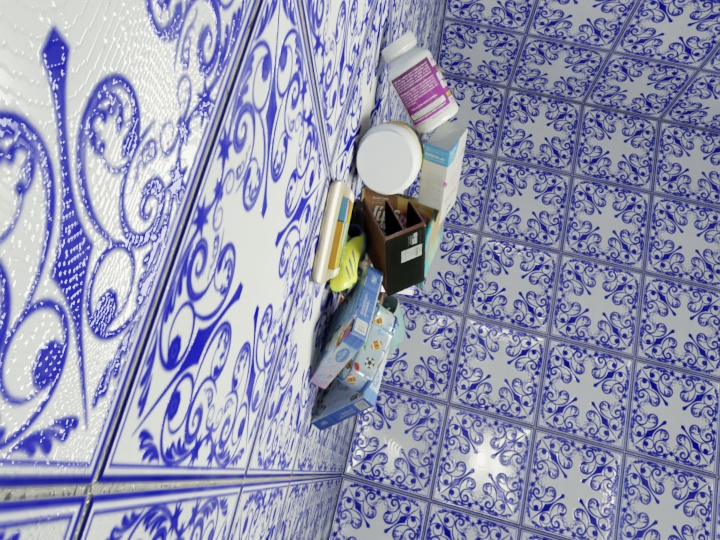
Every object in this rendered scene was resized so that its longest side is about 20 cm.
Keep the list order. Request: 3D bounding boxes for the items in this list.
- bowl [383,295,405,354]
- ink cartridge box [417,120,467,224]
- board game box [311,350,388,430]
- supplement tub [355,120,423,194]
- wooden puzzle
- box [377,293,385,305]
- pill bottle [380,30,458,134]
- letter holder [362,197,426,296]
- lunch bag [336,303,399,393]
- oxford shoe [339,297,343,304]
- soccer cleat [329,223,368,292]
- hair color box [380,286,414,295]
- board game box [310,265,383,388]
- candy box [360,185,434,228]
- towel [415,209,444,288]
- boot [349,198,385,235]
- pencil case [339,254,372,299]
[{"bbox_3d":[0.056,0.180,1.803,0.106,0.197,0.203,53,28,-20],"label":"bowl"},{"bbox_3d":[0.188,-0.225,1.419,0.116,0.066,0.204,-51,154,-41],"label":"ink cartridge box"},{"bbox_3d":[-0.023,0.280,1.530,0.198,0.043,0.202,-33,-154,36],"label":"board game box"},{"bbox_3d":[0.065,-0.249,1.341,0.200,0.140,0.150,-59,161,-72],"label":"supplement tub"},{"bbox_3d":[-0.043,-0.070,1.174,0.200,0.036,0.192,-19,121,-83],"label":"wooden puzzle"},{"bbox_3d":[0.010,0.101,1.734,0.202,0.097,0.077,-69,167,-58],"label":"box"},{"bbox_3d":[0.128,-0.419,1.359,0.203,0.110,0.113,58,21,-13],"label":"pill bottle"},{"bbox_3d":[0.073,-0.069,1.369,0.203,0.098,0.144,84,-17,-54],"label":"letter holder"},{"bbox_3d":[0.010,0.168,1.392,0.204,0.074,0.160,-62,-167,-7],"label":"lunch bag"},{"bbox_3d":[-0.009,0.087,1.601,0.201,0.069,0.075,-66,149,-64],"label":"oxford shoe"},{"bbox_3d":[-0.032,-0.029,1.341,0.202,0.063,0.086,-65,140,-52],"label":"soccer cleat"},{"bbox_3d":[0.101,-0.042,1.652,0.064,0.106,0.208,14,-83,63],"label":"hair color box"},{"bbox_3d":[-0.029,0.124,1.342,0.200,0.042,0.203,-54,-167,41],"label":"board game box"},{"bbox_3d":[0.091,-0.135,1.557,0.057,0.194,0.121,-48,152,-71],"label":"candy box"},{"bbox_3d":[0.177,-0.076,1.502,0.149,0.021,0.203,87,23,-49],"label":"towel"},{"bbox_3d":[0.025,-0.109,1.468,0.201,0.094,0.077,87,17,-70],"label":"boot"},{"bbox_3d":[0.000,0.000,1.548,0.202,0.075,0.092,-71,157,-51],"label":"pencil case"}]
